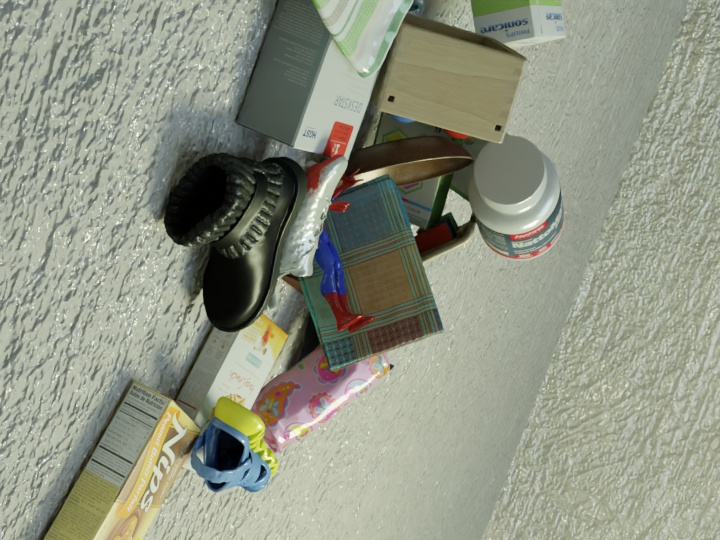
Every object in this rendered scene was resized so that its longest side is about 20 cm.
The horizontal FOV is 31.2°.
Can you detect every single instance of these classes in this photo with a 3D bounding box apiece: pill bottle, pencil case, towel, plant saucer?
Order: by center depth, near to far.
[{"bbox_3d":[0.012,-0.295,1.290,0.151,0.030,0.200,-65,160,-8],"label":"towel"},{"bbox_3d":[0.000,0.000,1.498,0.022,0.145,0.202,62,9,-74],"label":"towel"},{"bbox_3d":[0.041,-0.132,1.594,0.200,0.198,0.037,0,78,-69],"label":"plant saucer"},{"bbox_3d":[0.199,-0.095,1.659,0.121,0.118,0.200,-63,163,-8],"label":"pill bottle"},{"bbox_3d":[-0.054,0.149,1.669,0.199,0.087,0.088,-36,151,-18],"label":"pencil case"}]

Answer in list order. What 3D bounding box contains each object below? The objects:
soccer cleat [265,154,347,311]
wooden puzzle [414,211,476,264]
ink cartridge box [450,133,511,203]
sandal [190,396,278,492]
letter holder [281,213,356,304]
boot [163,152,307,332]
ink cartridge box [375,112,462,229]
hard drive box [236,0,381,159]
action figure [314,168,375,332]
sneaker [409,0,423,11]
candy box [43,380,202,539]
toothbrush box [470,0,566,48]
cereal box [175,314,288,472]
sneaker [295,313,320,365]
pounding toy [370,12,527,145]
[{"bbox_3d":[-0.069,-0.041,1.417,0.200,0.085,0.068,-47,167,20],"label":"soccer cleat"},{"bbox_3d":[0.072,-0.030,1.793,0.199,0.047,0.185,-31,-176,10],"label":"wooden puzzle"},{"bbox_3d":[0.144,-0.212,1.750,0.048,0.145,0.202,-19,139,-48],"label":"ink cartridge box"},{"bbox_3d":[-0.150,0.216,1.473,0.088,0.079,0.201,-56,159,-19],"label":"sandal"},{"bbox_3d":[-0.012,-0.001,1.617,0.102,0.141,0.200,-64,160,-6],"label":"letter holder"},{"bbox_3d":[-0.144,-0.026,1.331,0.157,0.079,0.213,-16,129,-64],"label":"boot"},{"bbox_3d":[0.078,-0.169,1.723,0.059,0.103,0.202,-31,140,-60],"label":"ink cartridge box"},{"bbox_3d":[-0.038,-0.231,1.385,0.156,0.076,0.202,-2,114,-68],"label":"hard drive box"},{"bbox_3d":[-0.023,-0.042,1.466,0.098,0.202,0.065,-31,166,12],"label":"action figure"},{"bbox_3d":[0.032,-0.377,1.445,0.200,0.076,0.092,66,34,-69],"label":"sneaker"},{"bbox_3d":[-0.251,0.230,1.369,0.202,0.055,0.116,-62,162,-16],"label":"candy box"},{"bbox_3d":[0.199,-0.398,1.693,0.145,0.085,0.203,-23,103,-63],"label":"toothbrush box"},{"bbox_3d":[-0.164,0.142,1.528,0.202,0.039,0.144,-64,161,-8],"label":"cereal box"},{"bbox_3d":[-0.038,0.135,1.801,0.146,0.076,0.205,7,104,-67],"label":"sneaker"},{"bbox_3d":[0.096,-0.219,1.548,0.200,0.182,0.144,-118,-137,-69],"label":"pounding toy"}]
